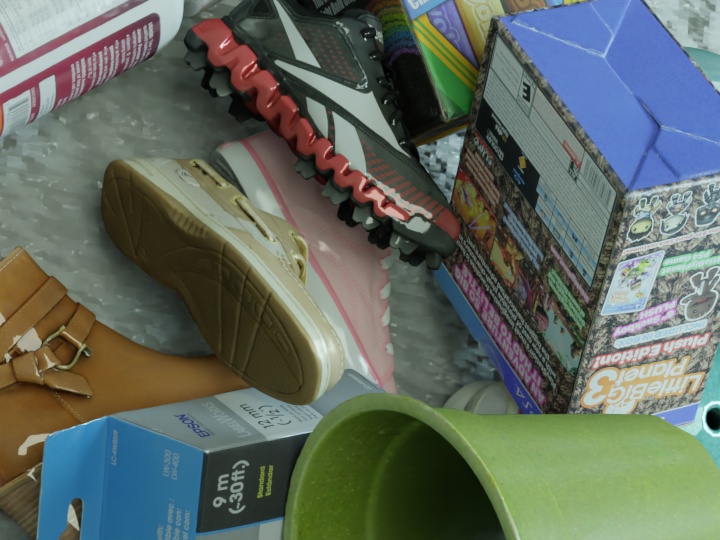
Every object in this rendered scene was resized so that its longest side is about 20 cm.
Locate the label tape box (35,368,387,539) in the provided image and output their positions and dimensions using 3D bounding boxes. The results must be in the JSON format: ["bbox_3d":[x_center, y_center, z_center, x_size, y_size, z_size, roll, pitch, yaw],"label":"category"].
[{"bbox_3d":[-0.076,0.143,1.491,0.200,0.066,0.144,-11,119,-35],"label":"label tape box"}]

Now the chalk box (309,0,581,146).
[{"bbox_3d":[0.042,-0.184,1.628,0.124,0.125,0.200,-19,88,-25],"label":"chalk box"}]

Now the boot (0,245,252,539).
[{"bbox_3d":[-0.145,0.048,1.531,0.200,0.074,0.155,-37,89,-30],"label":"boot"}]

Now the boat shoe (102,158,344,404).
[{"bbox_3d":[-0.063,-0.004,1.510,0.069,0.074,0.200,-17,47,-35],"label":"boat shoe"}]

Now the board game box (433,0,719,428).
[{"bbox_3d":[0.132,-0.026,1.540,0.097,0.200,0.160,-12,47,-24],"label":"board game box"}]

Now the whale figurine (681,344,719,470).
[{"bbox_3d":[0.208,0.127,1.646,0.159,0.104,0.200,-33,92,-26],"label":"whale figurine"}]

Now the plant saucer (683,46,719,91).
[{"bbox_3d":[0.217,-0.049,1.725,0.200,0.036,0.200,5,77,-22],"label":"plant saucer"}]

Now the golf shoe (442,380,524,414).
[{"bbox_3d":[0.106,0.158,1.604,0.075,0.091,0.200,-20,89,-27],"label":"golf shoe"}]

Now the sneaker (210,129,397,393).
[{"bbox_3d":[0.000,0.000,1.598,0.105,0.075,0.201,-24,85,-20],"label":"sneaker"}]

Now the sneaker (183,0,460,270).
[{"bbox_3d":[-0.005,-0.090,1.541,0.098,0.071,0.200,-44,74,-4],"label":"sneaker"}]

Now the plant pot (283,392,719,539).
[{"bbox_3d":[0.093,0.149,1.452,0.190,0.200,0.201,-10,83,-37],"label":"plant pot"}]

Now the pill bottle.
[{"bbox_3d":[-0.170,-0.153,1.538,0.200,0.110,0.110,-31,92,-26],"label":"pill bottle"}]
